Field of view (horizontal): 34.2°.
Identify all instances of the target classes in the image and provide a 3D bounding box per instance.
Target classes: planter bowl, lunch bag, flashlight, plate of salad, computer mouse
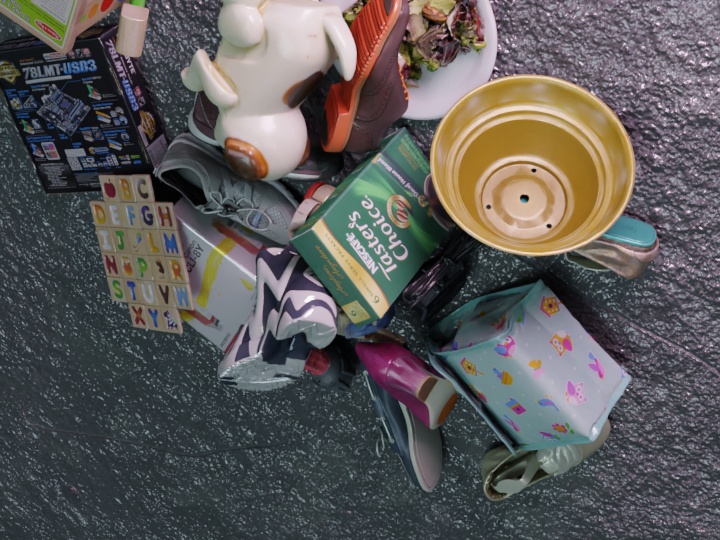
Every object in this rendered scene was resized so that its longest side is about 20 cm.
[{"bbox_3d":[0.167,-0.088,1.167,0.199,0.202,0.084,25,159,12],"label":"planter bowl"},{"bbox_3d":[0.173,0.117,1.330,0.171,0.122,0.199,47,149,-13],"label":"lunch bag"},{"bbox_3d":[-0.071,0.106,1.414,0.067,0.068,0.200,14,169,33],"label":"flashlight"},{"bbox_3d":[0.043,-0.241,1.194,0.198,0.048,0.202,15,128,21],"label":"plate of salad"},{"bbox_3d":[0.098,-0.012,1.282,0.140,0.200,0.046,-45,79,1],"label":"computer mouse"}]

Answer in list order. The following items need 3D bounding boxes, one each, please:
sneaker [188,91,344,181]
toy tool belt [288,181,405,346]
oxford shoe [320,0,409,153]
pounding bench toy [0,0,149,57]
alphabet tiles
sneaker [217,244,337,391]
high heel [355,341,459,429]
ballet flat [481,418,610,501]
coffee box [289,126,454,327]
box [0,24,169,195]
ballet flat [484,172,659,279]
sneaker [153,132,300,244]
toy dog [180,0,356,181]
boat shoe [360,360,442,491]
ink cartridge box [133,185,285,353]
[{"bbox_3d":[-0.106,-0.179,1.307,0.198,0.076,0.116,21,127,16],"label":"sneaker"},{"bbox_3d":[0.000,0.000,1.332,0.122,0.125,0.201,24,139,28],"label":"toy tool belt"},{"bbox_3d":[0.019,-0.198,1.181,0.072,0.072,0.201,6,141,-18],"label":"oxford shoe"},{"bbox_3d":[-0.276,-0.319,1.247,0.199,0.156,0.125,35,132,3],"label":"pounding bench toy"},{"bbox_3d":[-0.272,-0.021,1.451,0.165,0.006,0.202,5,111,43],"label":"alphabet tiles"},{"bbox_3d":[-0.091,0.042,1.273,0.079,0.131,0.199,16,145,-21],"label":"sneaker"},{"bbox_3d":[0.057,0.134,1.400,0.095,0.200,0.068,32,89,23],"label":"high heel"},{"bbox_3d":[0.219,0.229,1.417,0.070,0.070,0.200,46,132,-8],"label":"ballet flat"},{"bbox_3d":[0.022,-0.048,1.239,0.044,0.200,0.123,-22,110,47],"label":"coffee box"},{"bbox_3d":[-0.346,-0.195,1.449,0.198,0.050,0.200,-1,121,31],"label":"box"},{"bbox_3d":[0.212,-0.042,1.230,0.198,0.068,0.068,25,138,14],"label":"ballet flat"},{"bbox_3d":[-0.159,-0.082,1.399,0.199,0.082,0.075,30,132,8],"label":"sneaker"},{"bbox_3d":[-0.090,-0.193,1.209,0.192,0.139,0.202,23,118,17],"label":"toy dog"},{"bbox_3d":[0.050,0.189,1.479,0.061,0.075,0.202,-6,118,30],"label":"boat shoe"},{"bbox_3d":[-0.169,0.010,1.469,0.199,0.084,0.145,38,132,1],"label":"ink cartridge box"}]
